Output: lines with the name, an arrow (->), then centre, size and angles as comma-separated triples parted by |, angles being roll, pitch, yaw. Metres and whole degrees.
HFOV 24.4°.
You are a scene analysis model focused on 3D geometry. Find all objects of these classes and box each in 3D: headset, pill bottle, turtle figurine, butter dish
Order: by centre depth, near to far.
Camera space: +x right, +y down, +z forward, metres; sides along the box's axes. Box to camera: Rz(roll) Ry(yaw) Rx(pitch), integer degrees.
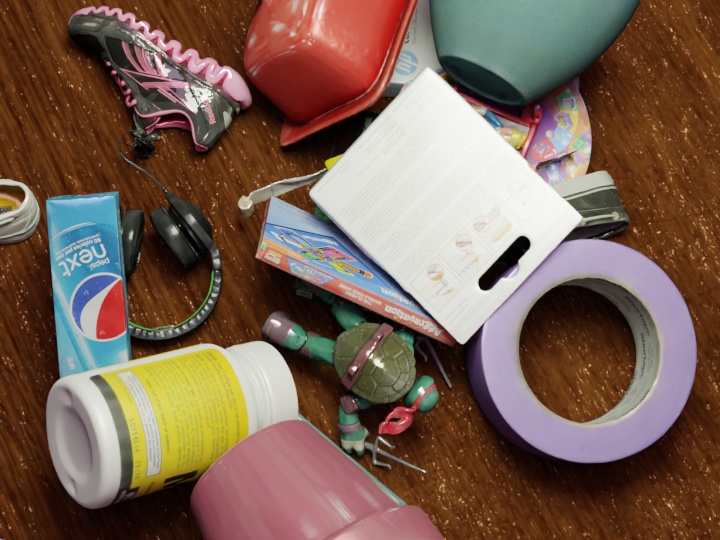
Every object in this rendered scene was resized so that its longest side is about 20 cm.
pill bottle -> -0.160, 0.127, 1.437 | 0.199, 0.114, 0.115 | -13, 69, -34
turtle figurine -> 0.012, 0.082, 1.521 | 0.199, 0.101, 0.150 | 38, 75, 13
butter dish -> -0.045, -0.244, 1.570 | 0.147, 0.199, 0.201 | 29, 67, -25
headset -> -0.197, -0.033, 1.575 | 0.122, 0.094, 0.202 | -9, 86, -4

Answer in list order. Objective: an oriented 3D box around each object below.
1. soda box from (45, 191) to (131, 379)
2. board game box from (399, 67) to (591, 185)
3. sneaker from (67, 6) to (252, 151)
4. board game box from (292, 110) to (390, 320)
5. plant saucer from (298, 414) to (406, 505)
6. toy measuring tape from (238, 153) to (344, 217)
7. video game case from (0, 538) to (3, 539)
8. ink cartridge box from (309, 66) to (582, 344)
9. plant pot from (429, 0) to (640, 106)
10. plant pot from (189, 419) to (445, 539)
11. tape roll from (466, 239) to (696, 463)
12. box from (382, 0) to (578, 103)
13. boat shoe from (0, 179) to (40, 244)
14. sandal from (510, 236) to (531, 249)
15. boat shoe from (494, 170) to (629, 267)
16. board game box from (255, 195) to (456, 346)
soda box -> -0.242, 0.033, 1.496 | 0.063, 0.068, 0.202 | -5, 96, -6
board game box -> 0.129, -0.139, 1.610 | 0.198, 0.039, 0.159 | -22, 80, -9
sneaker -> -0.208, -0.184, 1.623 | 0.199, 0.079, 0.096 | 28, 81, 7
board game box -> 0.008, -0.058, 1.615 | 0.104, 0.023, 0.202 | 16, 69, -1
plant saucer -> -0.053, 0.176, 1.526 | 0.199, 0.019, 0.070 | 39, 71, 11
toy measuring tape -> -0.014, -0.070, 1.573 | 0.198, 0.074, 0.074 | -21, 72, -7
video game case -> -0.360, 0.315, 1.435 | 0.198, 0.046, 0.183 | 18, 71, 2
ink cartridge box -> 0.076, -0.058, 1.508 | 0.200, 0.057, 0.163 | 44, 91, 6
plant pot -> 0.142, -0.235, 1.552 | 0.199, 0.200, 0.136 | 27, 82, 6
plant pot -> -0.047, 0.236, 1.417 | 0.199, 0.201, 0.179 | -32, 64, -15
tape roll -> 0.200, 0.075, 1.522 | 0.198, 0.085, 0.202 | 0, 84, -5
box -> 0.122, -0.245, 1.683 | 0.198, 0.041, 0.158 | 5, 70, -1
boat shoe -> -0.402, -0.052, 1.554 | 0.198, 0.070, 0.072 | -4, 70, -7
sandal -> 0.111, -0.101, 1.549 | 0.075, 0.048, 0.201 | -34, 76, -28
boat shoe -> 0.166, -0.035, 1.593 | 0.198, 0.071, 0.064 | -21, 71, -13
board game box -> 0.000, 0.000, 1.524 | 0.198, 0.103, 0.020 | 25, 114, -10
